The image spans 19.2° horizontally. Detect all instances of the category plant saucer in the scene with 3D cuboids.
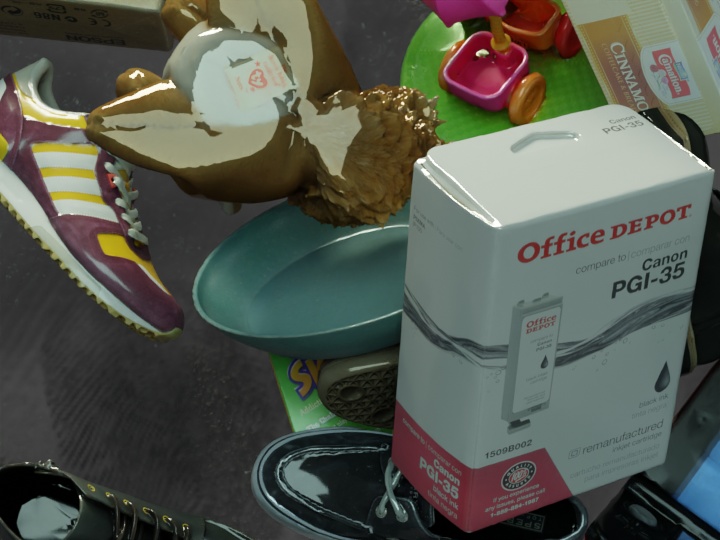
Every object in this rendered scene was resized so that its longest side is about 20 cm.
[{"bbox_3d":[0.000,0.000,1.263,0.200,0.200,0.036,-19,115,-4],"label":"plant saucer"}]

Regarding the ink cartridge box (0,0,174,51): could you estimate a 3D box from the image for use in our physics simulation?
[{"bbox_3d":[-0.209,-0.236,1.365,0.200,0.075,0.165,7,73,4],"label":"ink cartridge box"}]

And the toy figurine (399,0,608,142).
[{"bbox_3d":[0.094,-0.185,1.272,0.150,0.184,0.200,28,72,25],"label":"toy figurine"}]

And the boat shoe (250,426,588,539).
[{"bbox_3d":[0.034,0.131,1.235,0.200,0.068,0.072,14,75,3],"label":"boat shoe"}]

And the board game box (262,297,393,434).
[{"bbox_3d":[0.009,0.100,1.292,0.095,0.030,0.200,-17,78,-5],"label":"board game box"}]

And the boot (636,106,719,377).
[{"bbox_3d":[0.226,-0.032,1.248,0.138,0.200,0.078,-18,50,-8],"label":"boot"}]

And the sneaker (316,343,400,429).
[{"bbox_3d":[0.061,0.042,1.278,0.200,0.070,0.076,-6,50,-21],"label":"sneaker"}]

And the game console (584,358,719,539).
[{"bbox_3d":[0.252,0.157,1.228,0.200,0.172,0.119,36,105,11],"label":"game console"}]

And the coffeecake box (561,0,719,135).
[{"bbox_3d":[0.192,-0.192,1.260,0.073,0.154,0.200,-9,30,35],"label":"coffeecake box"}]

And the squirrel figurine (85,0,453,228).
[{"bbox_3d":[-0.049,-0.080,1.264,0.200,0.187,0.142,26,78,1],"label":"squirrel figurine"}]

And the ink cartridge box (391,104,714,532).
[{"bbox_3d":[0.101,0.026,1.164,0.146,0.200,0.083,-15,37,-27],"label":"ink cartridge box"}]

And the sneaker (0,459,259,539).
[{"bbox_3d":[-0.124,0.169,1.234,0.200,0.106,0.075,15,75,6],"label":"sneaker"}]

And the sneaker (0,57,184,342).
[{"bbox_3d":[-0.164,-0.046,1.311,0.090,0.075,0.200,-44,79,-5],"label":"sneaker"}]
